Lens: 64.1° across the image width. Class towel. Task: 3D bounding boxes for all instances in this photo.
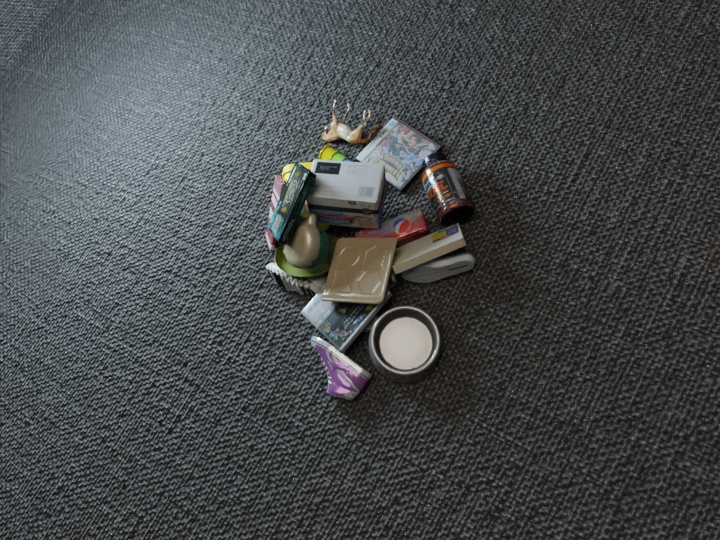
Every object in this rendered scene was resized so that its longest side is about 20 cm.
[{"bbox_3d":[-0.247,-0.169,1.681,0.023,0.144,0.201,7,107,-16],"label":"towel"}]

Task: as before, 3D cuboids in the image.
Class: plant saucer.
[{"bbox_3d":[-0.145,-0.039,1.644,0.199,0.031,0.200,-5,41,4],"label":"plant saucer"}]

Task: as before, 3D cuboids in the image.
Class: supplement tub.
[{"bbox_3d":[0.233,-0.228,1.587,0.107,0.107,0.201,-23,62,9],"label":"supplement tub"}]

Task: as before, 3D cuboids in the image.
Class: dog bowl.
[{"bbox_3d":[0.114,0.181,1.460,0.199,0.059,0.201,-2,72,6],"label":"dog bowl"}]

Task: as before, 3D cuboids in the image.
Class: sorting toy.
[{"bbox_3d":[0.000,0.000,1.527,0.184,0.036,0.201,2,62,30],"label":"sorting toy"}]

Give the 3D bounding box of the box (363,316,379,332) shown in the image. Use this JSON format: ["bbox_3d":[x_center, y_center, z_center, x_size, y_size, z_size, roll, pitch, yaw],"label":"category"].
[{"bbox_3d":[-0.031,0.135,1.563,0.199,0.039,0.042,8,70,22],"label":"box"}]

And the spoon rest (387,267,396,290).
[{"bbox_3d":[0.016,0.053,1.580,0.199,0.061,0.100,-22,61,25],"label":"spoon rest"}]

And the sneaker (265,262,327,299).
[{"bbox_3d":[-0.184,0.017,1.656,0.199,0.075,0.081,21,60,25],"label":"sneaker"}]

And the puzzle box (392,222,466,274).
[{"bbox_3d":[0.179,-0.060,1.528,0.199,0.025,0.133,-22,18,13],"label":"puzzle box"}]

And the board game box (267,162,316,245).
[{"bbox_3d":[-0.186,-0.182,1.541,0.201,0.028,0.135,-64,28,11],"label":"board game box"}]

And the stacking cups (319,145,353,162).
[{"bbox_3d":[-0.033,-0.313,1.748,0.200,0.061,0.061,33,82,24],"label":"stacking cups"}]

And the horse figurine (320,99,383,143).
[{"bbox_3d":[-0.032,-0.443,1.781,0.199,0.050,0.133,24,104,22],"label":"horse figurine"}]

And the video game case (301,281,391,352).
[{"bbox_3d":[-0.040,0.089,1.537,0.200,0.023,0.182,-49,54,-3],"label":"video game case"}]

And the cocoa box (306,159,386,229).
[{"bbox_3d":[-0.036,-0.208,1.578,0.199,0.131,0.134,6,60,9],"label":"cocoa box"}]

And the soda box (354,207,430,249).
[{"bbox_3d":[0.090,-0.100,1.606,0.199,0.063,0.070,-21,63,9],"label":"soda box"}]

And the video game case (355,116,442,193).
[{"bbox_3d":[0.112,-0.350,1.726,0.200,0.026,0.181,40,85,29],"label":"video game case"}]

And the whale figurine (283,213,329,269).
[{"bbox_3d":[-0.153,-0.095,1.583,0.159,0.103,0.200,-52,49,30],"label":"whale figurine"}]

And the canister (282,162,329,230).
[{"bbox_3d":[-0.162,-0.216,1.715,0.148,0.087,0.201,-4,62,6],"label":"canister"}]

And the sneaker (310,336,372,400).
[{"bbox_3d":[-0.078,0.261,1.510,0.200,0.073,0.114,35,86,28],"label":"sneaker"}]

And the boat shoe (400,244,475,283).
[{"bbox_3d":[0.206,-0.019,1.537,0.199,0.072,0.071,-10,46,14],"label":"boat shoe"}]
